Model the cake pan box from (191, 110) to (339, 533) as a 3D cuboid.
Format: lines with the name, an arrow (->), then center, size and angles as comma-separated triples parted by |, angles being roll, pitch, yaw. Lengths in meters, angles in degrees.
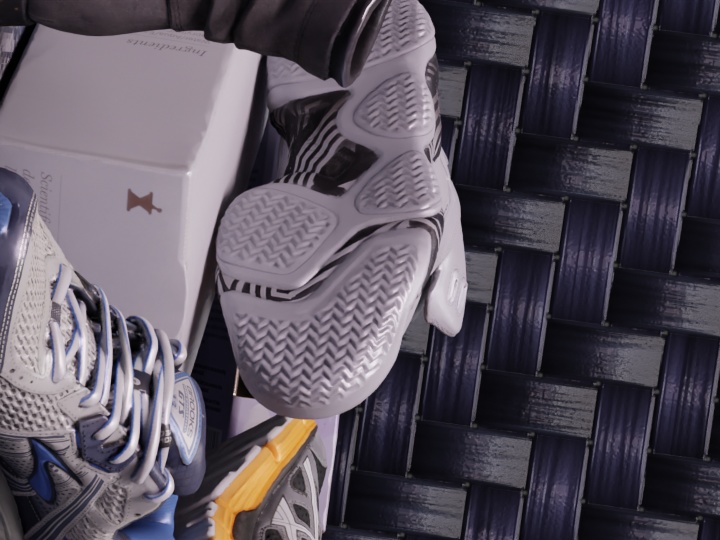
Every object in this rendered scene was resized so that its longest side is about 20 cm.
cake pan box -> -0.053, 0.007, 1.131 | 0.200, 0.052, 0.185 | -177, -87, -70

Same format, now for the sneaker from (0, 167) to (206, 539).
sneaker -> -0.086, 0.032, 0.813 | 0.200, 0.085, 0.077 | 92, 7, -61

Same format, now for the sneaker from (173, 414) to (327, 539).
sneaker -> -0.045, 0.111, 0.941 | 0.077, 0.078, 0.200 | 54, 22, -11

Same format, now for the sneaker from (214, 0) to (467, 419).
sneaker -> 0.000, 0.000, 0.955 | 0.200, 0.075, 0.115 | -83, 166, -47

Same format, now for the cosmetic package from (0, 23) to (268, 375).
cosmetic package -> -0.076, -0.049, 0.939 | 0.200, 0.074, 0.102 | -74, 172, -57

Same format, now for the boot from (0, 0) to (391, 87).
boot -> -0.037, -0.149, 0.811 | 0.070, 0.131, 0.200 | 87, 11, -72
